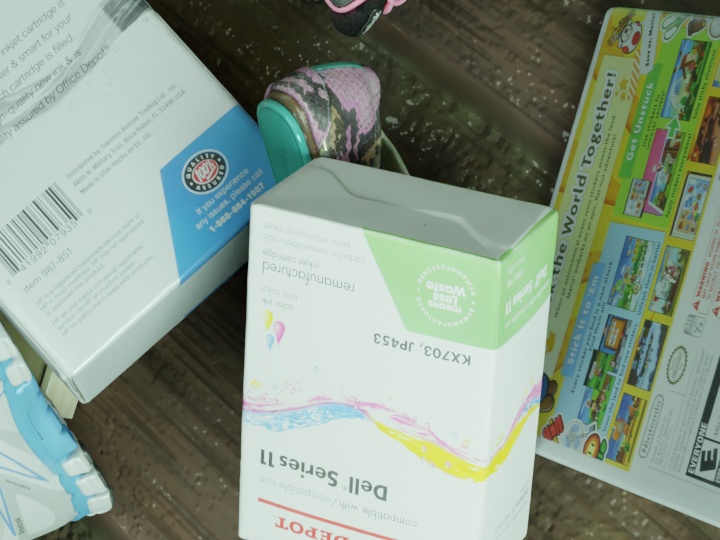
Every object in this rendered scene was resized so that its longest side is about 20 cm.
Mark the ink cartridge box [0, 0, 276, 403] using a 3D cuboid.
[{"bbox_3d":[-0.146,-0.062,1.070,0.145,0.084,0.200,-41,82,-9],"label":"ink cartridge box"}]

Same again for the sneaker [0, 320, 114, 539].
[{"bbox_3d":[-0.194,0.066,1.071,0.086,0.201,0.075,-33,36,-9],"label":"sneaker"}]

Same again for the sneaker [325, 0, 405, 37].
[{"bbox_3d":[0.017,-0.154,1.045,0.199,0.078,0.096,17,99,55],"label":"sneaker"}]

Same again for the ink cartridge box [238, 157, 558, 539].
[{"bbox_3d":[0.013,0.064,0.962,0.116,0.067,0.202,13,116,21],"label":"ink cartridge box"}]

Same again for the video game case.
[{"bbox_3d":[0.134,-0.007,0.939,0.182,0.023,0.202,17,91,59],"label":"video game case"}]

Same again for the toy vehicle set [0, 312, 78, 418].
[{"bbox_3d":[-0.175,-0.036,1.185,0.124,0.026,0.202,18,91,34],"label":"toy vehicle set"}]

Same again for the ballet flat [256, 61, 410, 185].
[{"bbox_3d":[0.000,0.000,1.028,0.069,0.071,0.202,30,133,54],"label":"ballet flat"}]
